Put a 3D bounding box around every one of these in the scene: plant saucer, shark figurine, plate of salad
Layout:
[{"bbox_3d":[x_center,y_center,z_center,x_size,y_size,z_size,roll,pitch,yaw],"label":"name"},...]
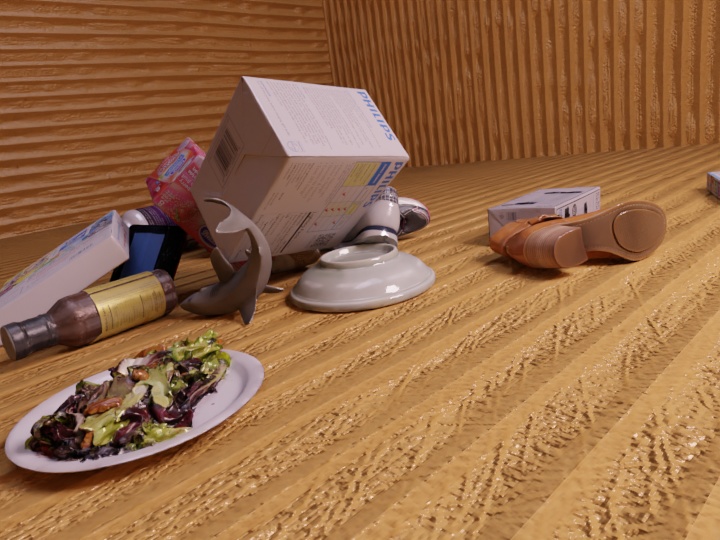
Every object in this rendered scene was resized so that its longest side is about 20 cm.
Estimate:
[{"bbox_3d":[0.000,0.000,0.726,0.196,0.051,0.200,-8,13,2],"label":"plant saucer"},{"bbox_3d":[-0.136,0.013,0.642,0.126,0.215,0.091,10,51,-21],"label":"shark figurine"},{"bbox_3d":[-0.177,0.095,0.442,0.196,0.049,0.200,-7,14,2],"label":"plate of salad"}]

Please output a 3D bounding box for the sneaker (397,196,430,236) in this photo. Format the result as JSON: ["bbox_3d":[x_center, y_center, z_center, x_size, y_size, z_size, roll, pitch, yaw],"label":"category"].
[{"bbox_3d":[0.035,-0.074,0.984,0.196,0.082,0.075,-12,41,-13],"label":"sneaker"}]

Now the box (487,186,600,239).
[{"bbox_3d":[0.307,-0.092,0.899,0.115,0.061,0.199,4,18,40],"label":"box"}]

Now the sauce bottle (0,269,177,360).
[{"bbox_3d":[-0.325,0.053,0.666,0.064,0.066,0.198,4,17,40],"label":"sauce bottle"}]

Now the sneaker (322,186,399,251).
[{"bbox_3d":[0.001,-0.066,0.840,0.075,0.082,0.199,11,-13,-29],"label":"sneaker"}]

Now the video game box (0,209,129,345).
[{"bbox_3d":[-0.430,0.001,0.788,0.199,0.047,0.182,-36,29,-9],"label":"video game box"}]

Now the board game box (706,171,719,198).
[{"bbox_3d":[0.715,-0.155,0.977,0.132,0.035,0.200,-2,15,24],"label":"board game box"}]

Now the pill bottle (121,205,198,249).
[{"bbox_3d":[-0.457,-0.090,1.226,0.111,0.115,0.199,3,17,39],"label":"pill bottle"}]

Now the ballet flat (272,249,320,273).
[{"bbox_3d":[-0.145,-0.024,0.917,0.198,0.071,0.065,4,43,49],"label":"ballet flat"}]

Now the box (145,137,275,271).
[{"bbox_3d":[-0.216,-0.088,0.827,0.095,0.200,0.100,-43,38,-1],"label":"box"}]

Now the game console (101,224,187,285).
[{"bbox_3d":[-0.372,-0.003,0.811,0.198,0.176,0.118,6,-13,45],"label":"game console"}]

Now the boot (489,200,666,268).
[{"bbox_3d":[0.286,-0.046,0.732,0.197,0.078,0.155,-20,12,-15],"label":"boot"}]

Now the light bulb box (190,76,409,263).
[{"bbox_3d":[-0.081,-0.125,0.705,0.198,0.126,0.198,-12,-26,-44],"label":"light bulb box"}]

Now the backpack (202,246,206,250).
[{"bbox_3d":[-0.293,-0.126,1.158,0.145,0.185,0.200,-31,17,2],"label":"backpack"}]
